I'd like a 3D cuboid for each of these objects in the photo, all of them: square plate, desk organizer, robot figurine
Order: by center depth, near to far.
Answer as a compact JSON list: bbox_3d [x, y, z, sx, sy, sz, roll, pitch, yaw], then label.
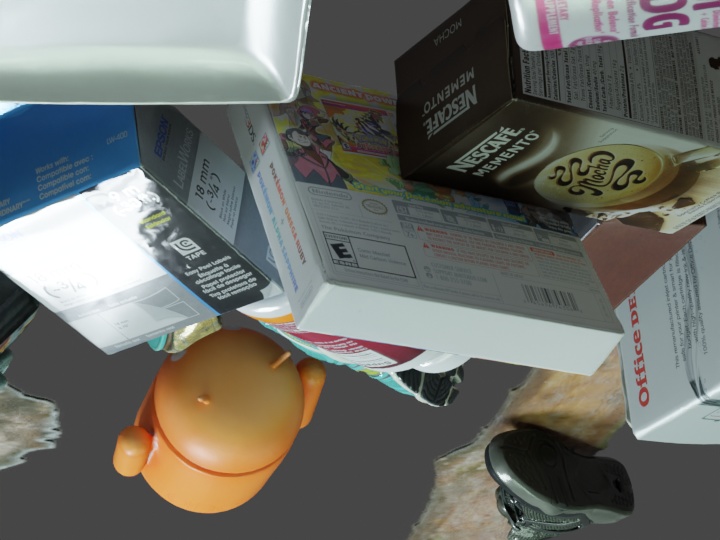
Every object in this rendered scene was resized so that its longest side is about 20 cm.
[{"bbox_3d":[-0.123,-0.151,1.145,0.200,0.028,0.198,0,150,-8],"label":"square plate"},{"bbox_3d":[0.145,-0.021,1.462,0.077,0.072,0.200,2,156,-19],"label":"desk organizer"},{"bbox_3d":[-0.106,0.111,1.678,0.144,0.117,0.200,17,154,-8],"label":"robot figurine"}]

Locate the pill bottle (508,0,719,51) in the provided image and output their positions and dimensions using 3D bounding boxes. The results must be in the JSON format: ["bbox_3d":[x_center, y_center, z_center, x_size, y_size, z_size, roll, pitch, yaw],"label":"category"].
[{"bbox_3d":[0.166,-0.172,1.057,0.200,0.114,0.113,-7,157,7],"label":"pill bottle"}]

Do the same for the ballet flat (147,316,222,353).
[{"bbox_3d":[-0.109,-0.005,1.482,0.071,0.071,0.200,0,156,-9],"label":"ballet flat"}]

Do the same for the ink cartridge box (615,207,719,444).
[{"bbox_3d":[0.257,0.017,1.473,0.083,0.147,0.200,8,155,-28],"label":"ink cartridge box"}]

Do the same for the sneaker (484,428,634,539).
[{"bbox_3d":[0.148,0.196,1.960,0.114,0.076,0.199,-25,155,28],"label":"sneaker"}]

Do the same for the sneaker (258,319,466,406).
[{"bbox_3d":[0.005,0.043,1.617,0.080,0.078,0.200,1,161,44],"label":"sneaker"}]

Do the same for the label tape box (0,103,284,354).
[{"bbox_3d":[-0.156,-0.043,1.302,0.144,0.063,0.200,-20,135,32],"label":"label tape box"}]

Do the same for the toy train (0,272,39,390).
[{"bbox_3d":[-0.298,0.070,1.487,0.085,0.200,0.114,44,149,2],"label":"toy train"}]

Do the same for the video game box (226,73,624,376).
[{"bbox_3d":[0.035,-0.030,1.284,0.200,0.182,0.047,11,132,-29],"label":"video game box"}]

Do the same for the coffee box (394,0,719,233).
[{"bbox_3d":[0.132,-0.090,1.284,0.200,0.080,0.113,10,154,-30],"label":"coffee box"}]

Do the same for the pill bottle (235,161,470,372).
[{"bbox_3d":[0.000,0.000,1.435,0.113,0.113,0.200,-18,154,30],"label":"pill bottle"}]
